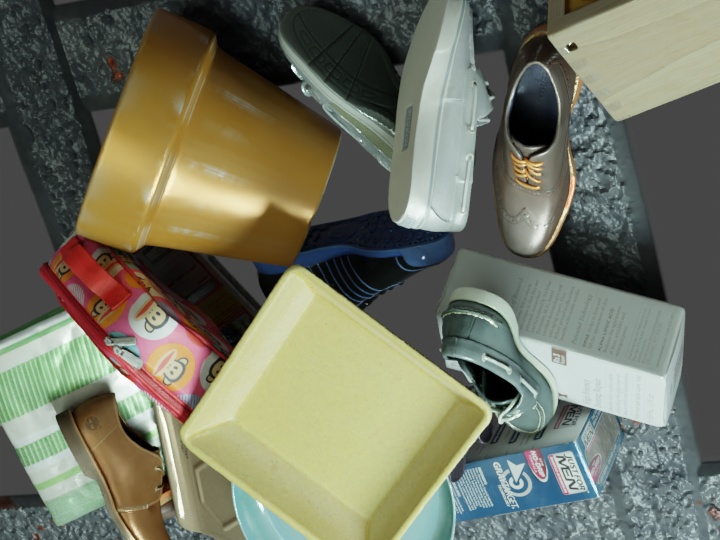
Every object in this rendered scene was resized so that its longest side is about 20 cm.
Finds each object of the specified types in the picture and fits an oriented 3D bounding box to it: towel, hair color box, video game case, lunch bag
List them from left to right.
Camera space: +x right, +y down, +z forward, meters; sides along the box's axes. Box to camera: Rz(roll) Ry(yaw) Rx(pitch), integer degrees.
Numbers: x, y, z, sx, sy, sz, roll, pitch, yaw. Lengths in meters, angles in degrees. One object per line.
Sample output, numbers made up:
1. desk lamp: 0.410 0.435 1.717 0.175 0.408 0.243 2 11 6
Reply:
1. towel: -0.263 0.130 1.695 0.151 0.023 0.201 -25 114 -2
2. lunch bag: -0.191 0.041 1.534 0.082 0.200 0.176 -46 129 -3
3. video game case: -0.155 0.054 1.674 0.143 0.017 0.200 -34 106 33
4. hair color box: 0.123 0.167 1.576 0.198 0.100 0.061 -15 110 29

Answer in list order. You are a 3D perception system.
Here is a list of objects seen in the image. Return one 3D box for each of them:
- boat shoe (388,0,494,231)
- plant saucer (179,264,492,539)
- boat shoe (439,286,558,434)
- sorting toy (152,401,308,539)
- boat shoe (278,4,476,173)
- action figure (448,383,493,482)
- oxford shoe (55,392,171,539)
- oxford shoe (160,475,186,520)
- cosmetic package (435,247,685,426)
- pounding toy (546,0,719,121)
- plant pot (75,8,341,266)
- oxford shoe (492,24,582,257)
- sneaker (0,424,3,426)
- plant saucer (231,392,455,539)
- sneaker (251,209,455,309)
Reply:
1. boat shoe: 0.072 -0.129 1.433 0.068 0.202 0.072 12 164 -20
2. plant saucer: -0.018 0.117 1.453 0.199 0.048 0.201 36 116 2
3. boat shoe: 0.108 0.089 1.453 0.072 0.062 0.200 7 150 26
4. sorting toy: -0.108 0.171 1.621 0.199 0.036 0.187 9 116 46
5. boat shoe: 0.006 -0.137 1.490 0.201 0.075 0.065 39 144 -8
6. action figure: 0.020 0.128 1.577 0.199 0.130 0.070 5 116 38
7. oxford shoe: -0.208 0.206 1.682 0.071 0.071 0.201 -29 108 -6
8. oxford shoe: -0.147 0.217 1.740 0.199 0.071 0.073 -29 107 32
9. cosmetic package: 0.168 0.057 1.495 0.198 0.075 0.102 13 153 16
10. pounding toy: 0.206 -0.243 1.291 0.183 0.201 0.142 -20 135 30
11. plant pot: -0.121 -0.093 1.508 0.182 0.201 0.201 21 123 -7
12. oxford shoe: 0.135 -0.094 1.444 0.071 0.073 0.202 11 120 17
13. sneaker: -0.317 0.110 1.754 0.198 0.074 0.089 6 120 20
14. plant saucer: -0.013 0.192 1.520 0.198 0.027 0.202 6 111 16
15. sneaker: 0.000 0.000 1.569 0.198 0.070 0.078 -6 121 30
